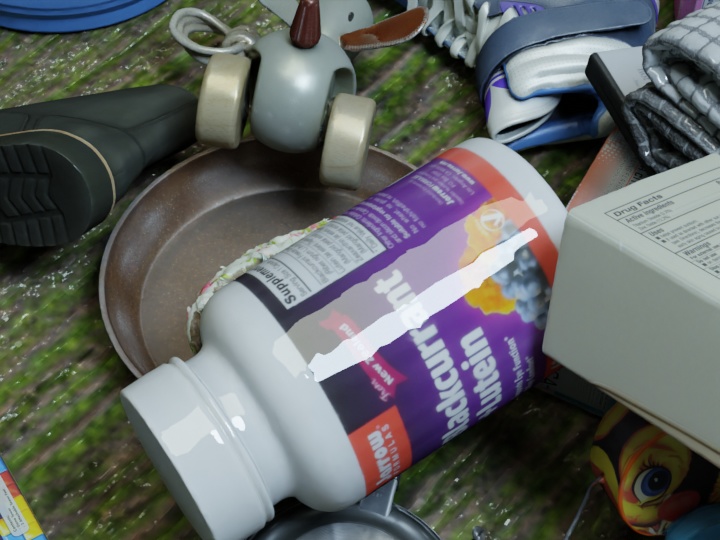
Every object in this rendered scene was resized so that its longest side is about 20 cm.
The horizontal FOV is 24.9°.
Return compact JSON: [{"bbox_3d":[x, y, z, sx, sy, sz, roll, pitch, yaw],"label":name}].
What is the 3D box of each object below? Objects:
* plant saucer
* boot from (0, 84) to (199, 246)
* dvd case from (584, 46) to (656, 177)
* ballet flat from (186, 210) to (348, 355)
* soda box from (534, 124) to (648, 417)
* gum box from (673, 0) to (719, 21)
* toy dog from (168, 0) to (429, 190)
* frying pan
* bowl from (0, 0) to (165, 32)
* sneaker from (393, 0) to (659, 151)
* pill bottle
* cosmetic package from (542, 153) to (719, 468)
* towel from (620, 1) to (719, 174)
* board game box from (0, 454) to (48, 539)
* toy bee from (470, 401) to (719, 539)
[{"bbox_3d":[-0.035,0.011,0.854,0.199,0.035,0.201,0,51,0],"label":"plant saucer"},{"bbox_3d":[-0.192,-0.066,0.907,0.199,0.078,0.138,10,28,24],"label":"boot"},{"bbox_3d":[0.234,-0.074,0.855,0.199,0.018,0.143,-10,51,-20],"label":"dvd case"},{"bbox_3d":[0.000,0.000,0.811,0.199,0.076,0.064,-19,22,-21],"label":"ballet flat"},{"bbox_3d":[0.146,-0.021,0.862,0.068,0.064,0.200,23,55,17],"label":"soda box"},{"bbox_3d":[0.225,-0.211,0.936,0.066,0.200,0.114,3,58,1],"label":"gum box"},{"bbox_3d":[-0.028,-0.129,0.890,0.131,0.097,0.200,5,33,-17],"label":"toy dog"},{"bbox_3d":[0.016,0.126,0.744,0.115,0.031,0.190,35,69,12],"label":"frying pan"},{"bbox_3d":[-0.188,-0.228,1.045,0.199,0.039,0.201,0,51,0],"label":"bowl"},{"bbox_3d":[0.072,-0.139,0.946,0.199,0.081,0.147,17,48,6],"label":"sneaker"},{"bbox_3d":[-0.001,0.036,0.720,0.199,0.112,0.112,-32,57,-14],"label":"pill bottle"},{"bbox_3d":[0.180,0.035,0.637,0.103,0.073,0.200,-20,39,-37],"label":"cosmetic package"},{"bbox_3d":[0.242,-0.054,0.751,0.165,0.086,0.200,-24,57,-30],"label":"towel"},{"bbox_3d":[-0.191,0.185,0.696,0.165,0.057,0.200,-26,56,-18],"label":"board game box"},{"bbox_3d":[0.148,0.092,0.717,0.199,0.109,0.131,-15,36,-34],"label":"toy bee"}]
